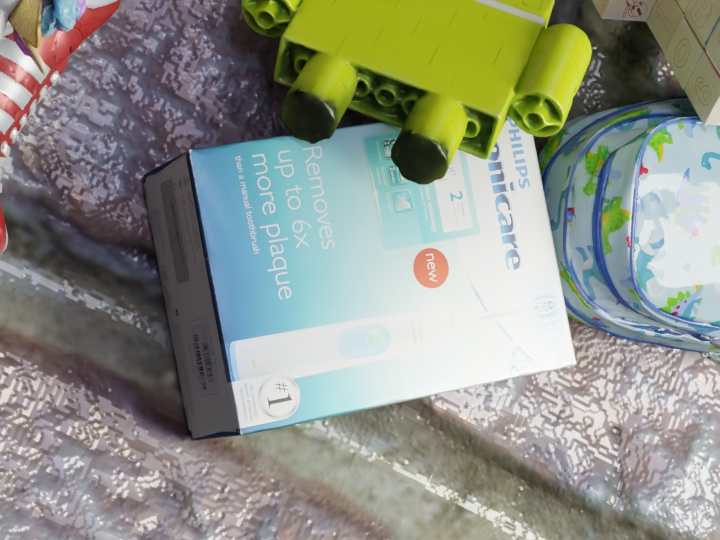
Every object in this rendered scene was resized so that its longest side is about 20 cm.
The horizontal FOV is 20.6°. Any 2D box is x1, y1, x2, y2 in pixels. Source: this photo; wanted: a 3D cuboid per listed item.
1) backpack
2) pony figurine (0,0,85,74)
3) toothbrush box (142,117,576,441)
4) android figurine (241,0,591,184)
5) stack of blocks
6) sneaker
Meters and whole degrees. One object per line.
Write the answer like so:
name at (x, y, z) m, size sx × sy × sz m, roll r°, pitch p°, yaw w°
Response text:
backpack at (0.190, -0.027, 1.114) m, size 0.198 × 0.154 × 0.165 m, roll 8°, pitch 96°, yaw -9°
pony figurine at (-0.168, -0.218, 0.932) m, size 0.200 × 0.166 × 0.193 m, roll 45°, pitch 75°, yaw -13°
toothbrush box at (0.000, 0.000, 1.050) m, size 0.198 × 0.085 × 0.148 m, roll -9°, pitch 87°, yaw -25°
android figurine at (0.033, -0.128, 1.050) m, size 0.181 × 0.041 × 0.201 m, roll 22°, pitch 46°, yaw 8°
stack of blocks at (0.188, -0.170, 1.105) m, size 0.114 × 0.059 × 0.201 m, roll -1°, pitch 48°, yaw -24°
sneaker at (-0.185, -0.072, 0.988) m, size 0.199 × 0.071 × 0.113 m, roll -34°, pitch 110°, yaw -34°
